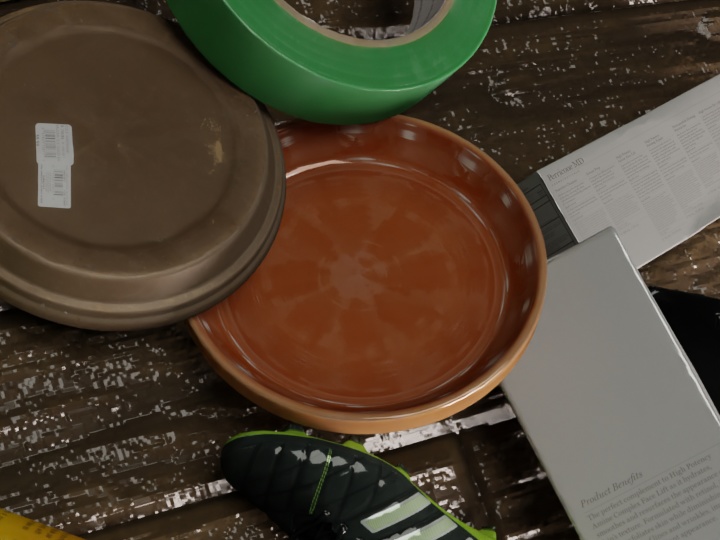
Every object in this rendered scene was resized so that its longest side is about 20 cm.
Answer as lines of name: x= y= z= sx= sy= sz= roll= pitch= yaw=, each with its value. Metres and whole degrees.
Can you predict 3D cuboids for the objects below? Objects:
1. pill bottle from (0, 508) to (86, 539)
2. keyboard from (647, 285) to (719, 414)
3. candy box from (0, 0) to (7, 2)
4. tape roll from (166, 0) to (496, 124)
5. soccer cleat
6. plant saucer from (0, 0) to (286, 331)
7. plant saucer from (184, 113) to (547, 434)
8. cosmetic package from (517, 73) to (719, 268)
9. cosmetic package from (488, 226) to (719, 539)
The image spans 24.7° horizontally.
pill bottle: x=-0.161 y=0.149 z=0.655 sx=0.199 sy=0.113 sz=0.113 roll=21 pitch=60 yaw=0
keyboard: x=0.206 y=0.111 z=1.003 sx=0.104 sy=0.040 sz=0.201 roll=12 pitch=64 yaw=2
candy box: x=-0.143 y=-0.227 z=0.927 sx=0.199 sy=0.055 sz=0.116 roll=-19 pitch=80 yaw=-33
tape roll: x=-0.019 y=-0.181 z=0.917 sx=0.200 sy=0.048 sz=0.201 roll=12 pitch=65 yaw=-26
soccer cleat: x=0.012 y=0.148 z=0.852 sx=0.200 sy=0.067 sz=0.081 roll=31 pitch=50 yaw=-18
plant saucer: x=-0.133 y=-0.063 z=0.860 sx=0.199 sy=0.029 sz=0.201 roll=8 pitch=61 yaw=-15
plant saucer: x=0.000 y=0.000 z=0.888 sx=0.199 sy=0.032 sz=0.201 roll=1 pitch=55 yaw=-2
cosmetic package: x=0.185 y=-0.056 z=1.039 sx=0.200 sy=0.051 sz=0.083 roll=-27 pitch=88 yaw=-34
cosmetic package: x=0.148 y=0.088 z=0.918 sx=0.101 sy=0.074 sz=0.201 roll=-28 pitch=79 yaw=8
